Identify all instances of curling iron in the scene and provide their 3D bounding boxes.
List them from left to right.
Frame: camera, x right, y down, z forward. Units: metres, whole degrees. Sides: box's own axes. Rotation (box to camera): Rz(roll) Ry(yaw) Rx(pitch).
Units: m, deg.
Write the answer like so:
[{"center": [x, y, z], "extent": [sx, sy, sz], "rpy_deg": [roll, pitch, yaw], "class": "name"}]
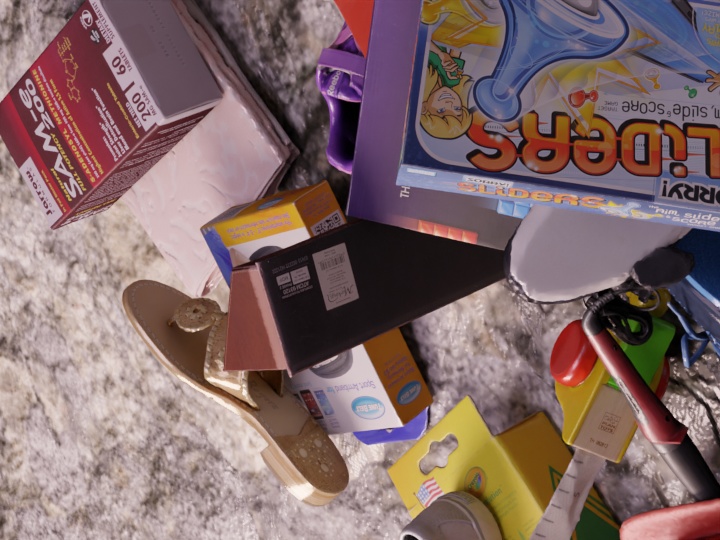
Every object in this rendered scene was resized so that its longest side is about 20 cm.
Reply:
[{"center": [0.186, 0.086, 1.176], "extent": [0.201, 0.049, 0.026], "rpy_deg": [60, 173, -19], "class": "curling iron"}]

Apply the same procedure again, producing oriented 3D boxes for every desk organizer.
[{"center": [0.000, 0.000, 1.257], "extent": [0.077, 0.199, 0.072], "rpy_deg": [-5, 104, 52], "class": "desk organizer"}]

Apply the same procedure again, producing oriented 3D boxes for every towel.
[{"center": [-0.139, -0.107, 1.501], "extent": [0.200, 0.032, 0.191], "rpy_deg": [55, 139, 15], "class": "towel"}]

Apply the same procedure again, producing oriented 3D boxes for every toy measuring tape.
[{"center": [0.135, 0.093, 1.217], "extent": [0.073, 0.073, 0.201], "rpy_deg": [31, 100, 36], "class": "toy measuring tape"}]

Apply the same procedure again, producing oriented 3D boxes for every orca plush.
[{"center": [0.151, -0.059, 1.100], "extent": [0.105, 0.200, 0.071], "rpy_deg": [34, 176, -9], "class": "orca plush"}]

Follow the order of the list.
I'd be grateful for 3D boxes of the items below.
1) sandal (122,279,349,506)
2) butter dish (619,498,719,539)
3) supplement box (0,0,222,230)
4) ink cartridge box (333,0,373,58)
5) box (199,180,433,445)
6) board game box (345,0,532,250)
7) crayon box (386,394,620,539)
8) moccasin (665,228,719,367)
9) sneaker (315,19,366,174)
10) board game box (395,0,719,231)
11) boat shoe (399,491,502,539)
[{"center": [-0.072, 0.067, 1.411], "extent": [0.212, 0.078, 0.070], "rpy_deg": [48, 124, 2], "class": "sandal"}, {"center": [0.222, 0.244, 1.147], "extent": [0.200, 0.148, 0.200], "rpy_deg": [-19, 101, 51], "class": "butter dish"}, {"center": [-0.193, -0.122, 1.482], "extent": [0.200, 0.061, 0.109], "rpy_deg": [-37, 80, 50], "class": "supplement box"}, {"center": [-0.019, -0.231, 1.222], "extent": [0.109, 0.050, 0.200], "rpy_deg": [-51, 49, 28], "class": "ink cartridge box"}, {"center": [-0.027, 0.041, 1.415], "extent": [0.119, 0.041, 0.201], "rpy_deg": [-13, 105, 51], "class": "box"}, {"center": [0.086, -0.110, 1.157], "extent": [0.164, 0.057, 0.201], "rpy_deg": [12, 123, 6], "class": "board game box"}, {"center": [0.112, 0.184, 1.332], "extent": [0.200, 0.051, 0.127], "rpy_deg": [57, 141, 12], "class": "crayon box"}, {"center": [0.221, 0.040, 1.116], "extent": [0.200, 0.080, 0.068], "rpy_deg": [48, 142, 24], "class": "moccasin"}, {"center": [0.013, -0.144, 1.261], "extent": [0.080, 0.088, 0.201], "rpy_deg": [23, 121, 44], "class": "sneaker"}, {"center": [0.126, -0.098, 1.044], "extent": [0.034, 0.199, 0.136], "rpy_deg": [100, 177, -73], "class": "board game box"}, {"center": [0.070, 0.249, 1.316], "extent": [0.072, 0.068, 0.201], "rpy_deg": [9, 114, 47], "class": "boat shoe"}]
